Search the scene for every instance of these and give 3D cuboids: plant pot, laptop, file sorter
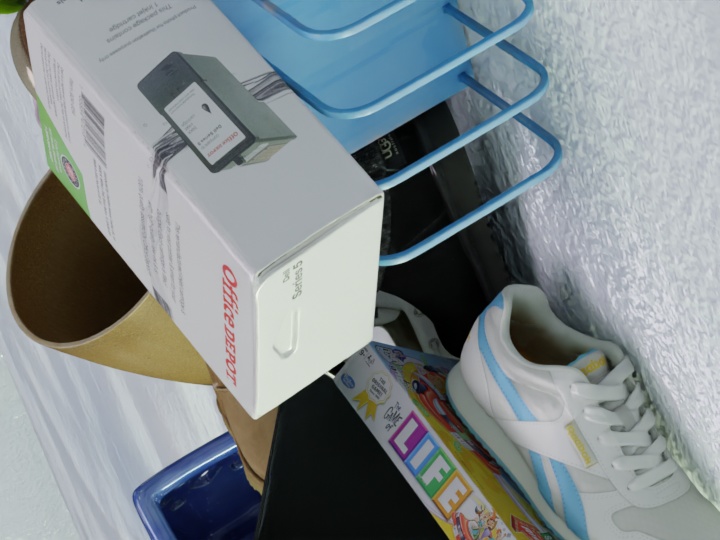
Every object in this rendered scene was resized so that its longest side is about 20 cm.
[{"bbox_3d":[-0.051,0.223,1.910,0.201,0.199,0.180,59,170,9],"label":"plant pot"},{"bbox_3d":[-0.029,0.116,1.441,0.187,0.116,0.200,37,179,-44],"label":"laptop"},{"bbox_3d":[-0.137,0.010,1.843,0.200,0.187,0.186,33,-172,-43],"label":"plant pot"},{"bbox_3d":[0.012,-0.127,1.214,0.123,0.138,0.201,39,153,46],"label":"file sorter"}]

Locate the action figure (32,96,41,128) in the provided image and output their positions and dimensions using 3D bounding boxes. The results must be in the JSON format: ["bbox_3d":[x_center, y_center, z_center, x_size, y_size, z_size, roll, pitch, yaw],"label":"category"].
[{"bbox_3d":[-0.191,-0.177,1.785,0.200,0.148,0.135,-125,16,-81],"label":"action figure"}]

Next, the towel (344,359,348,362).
[{"bbox_3d":[-0.053,0.033,1.657,0.201,0.034,0.133,56,162,15],"label":"towel"}]

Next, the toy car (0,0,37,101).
[{"bbox_3d":[-0.111,-0.177,1.491,0.200,0.157,0.165,-38,79,29],"label":"toy car"}]

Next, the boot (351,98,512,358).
[{"bbox_3d":[-0.001,-0.002,1.391,0.212,0.157,0.080,69,178,-46],"label":"boot"}]

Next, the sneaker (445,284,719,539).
[{"bbox_3d":[0.129,0.093,1.318,0.200,0.076,0.081,43,133,25],"label":"sneaker"}]

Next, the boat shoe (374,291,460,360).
[{"bbox_3d":[0.017,0.017,1.529,0.203,0.086,0.075,60,164,6],"label":"boat shoe"}]

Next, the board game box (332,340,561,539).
[{"bbox_3d":[0.084,0.127,1.368,0.134,0.034,0.200,15,-150,-51],"label":"board game box"}]

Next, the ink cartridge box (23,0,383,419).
[{"bbox_3d":[-0.080,-0.046,1.225,0.200,0.084,0.146,49,158,23],"label":"ink cartridge box"}]

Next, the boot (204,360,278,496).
[{"bbox_3d":[-0.082,0.040,1.585,0.175,0.066,0.201,38,150,55],"label":"boot"}]
